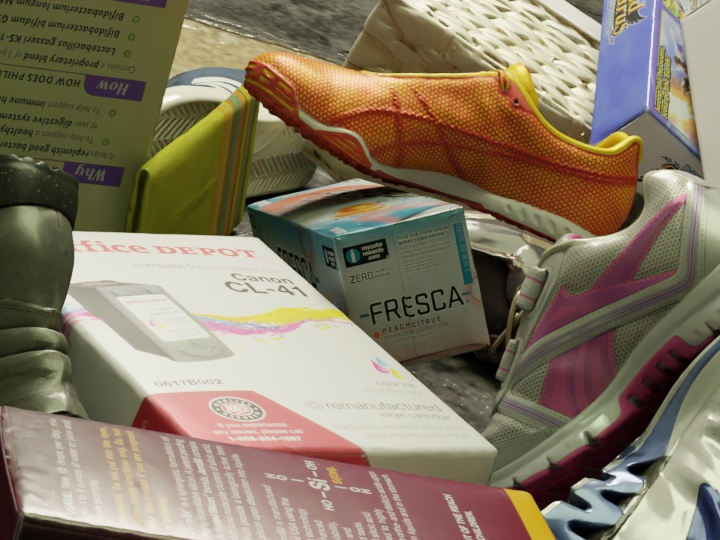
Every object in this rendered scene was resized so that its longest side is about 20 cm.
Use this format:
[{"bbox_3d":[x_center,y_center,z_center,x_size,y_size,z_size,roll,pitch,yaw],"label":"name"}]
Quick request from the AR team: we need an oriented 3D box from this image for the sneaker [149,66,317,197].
[{"bbox_3d":[-0.100,-0.082,1.415,0.084,0.075,0.200,28,13,24],"label":"sneaker"}]

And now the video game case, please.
[{"bbox_3d":[0.207,-0.088,1.370,0.181,0.045,0.200,41,37,-25],"label":"video game case"}]

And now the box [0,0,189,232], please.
[{"bbox_3d":[-0.192,-0.099,1.188,0.175,0.201,0.097,5,22,-29],"label":"box"}]

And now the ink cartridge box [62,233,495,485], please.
[{"bbox_3d":[-0.062,0.062,1.014,0.147,0.086,0.200,2,26,-36],"label":"ink cartridge box"}]

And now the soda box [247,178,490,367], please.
[{"bbox_3d":[0.000,0.000,1.172,0.063,0.069,0.200,-14,9,-13],"label":"soda box"}]

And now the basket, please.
[{"bbox_3d":[0.081,-0.079,1.415,0.200,0.136,0.123,35,29,10],"label":"basket"}]

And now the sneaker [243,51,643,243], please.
[{"bbox_3d":[0.040,-0.072,1.185,0.199,0.077,0.073,18,3,-13],"label":"sneaker"}]

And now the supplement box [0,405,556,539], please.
[{"bbox_3d":[-0.037,0.127,0.844,0.199,0.111,0.086,11,20,-16],"label":"supplement box"}]

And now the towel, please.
[{"bbox_3d":[-0.091,-0.039,1.279,0.018,0.086,0.200,12,19,10],"label":"towel"}]

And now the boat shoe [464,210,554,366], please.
[{"bbox_3d":[0.099,0.021,1.294,0.199,0.075,0.073,12,20,-11],"label":"boat shoe"}]

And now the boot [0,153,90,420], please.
[{"bbox_3d":[-0.187,0.043,0.973,0.068,0.200,0.131,24,53,-46],"label":"boot"}]

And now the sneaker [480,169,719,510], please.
[{"bbox_3d":[0.104,0.033,1.094,0.088,0.200,0.081,52,9,22],"label":"sneaker"}]

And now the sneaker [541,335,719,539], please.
[{"bbox_3d":[0.156,0.112,1.027,0.115,0.081,0.199,39,68,20],"label":"sneaker"}]

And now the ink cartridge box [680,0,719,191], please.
[{"bbox_3d":[0.269,-0.058,1.307,0.200,0.086,0.148,29,43,-35],"label":"ink cartridge box"}]
